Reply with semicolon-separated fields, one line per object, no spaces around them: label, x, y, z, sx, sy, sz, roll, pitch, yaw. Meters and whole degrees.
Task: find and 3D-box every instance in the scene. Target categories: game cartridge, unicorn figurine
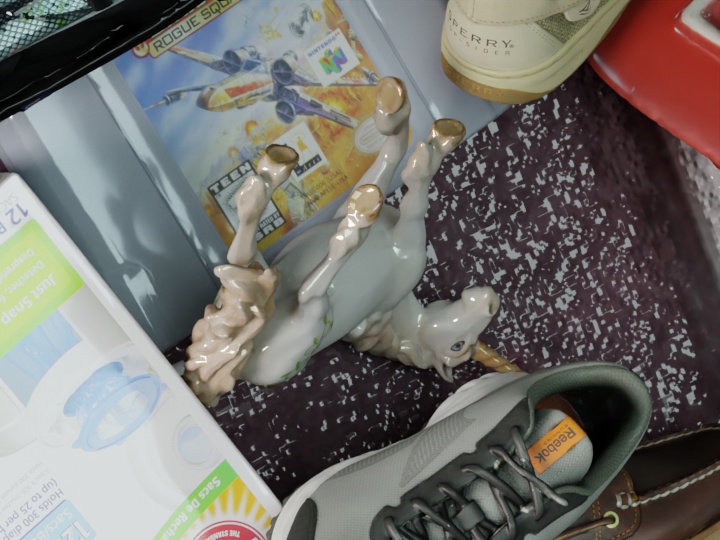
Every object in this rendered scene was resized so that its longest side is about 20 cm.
game cartridge;-0.046;-0.072;1.113;0.200;0.042;0.133;-36;107;-19
unicorn figurine;0.000;0.000;1.080;0.199;0.074;0.138;-15;136;-36

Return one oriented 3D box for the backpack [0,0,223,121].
backpack;-0.123;-0.133;0.997;0.199;0.178;0.151;-24;101;-8

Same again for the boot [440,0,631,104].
boot;0.095;-0.182;1.099;0.073;0.156;0.200;27;57;23

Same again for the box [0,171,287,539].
box;-0.121;0.074;1.042;0.112;0.101;0.200;-42;104;-18

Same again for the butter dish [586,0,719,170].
butter dish;0.228;-0.075;1.179;0.199;0.148;0.200;36;69;27

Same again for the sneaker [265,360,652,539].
sneaker;0.037;0.086;1.034;0.200;0.079;0.074;-37;95;-43

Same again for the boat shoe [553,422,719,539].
boat shoe;0.079;0.106;1.143;0.200;0.070;0.071;-26;103;-21
